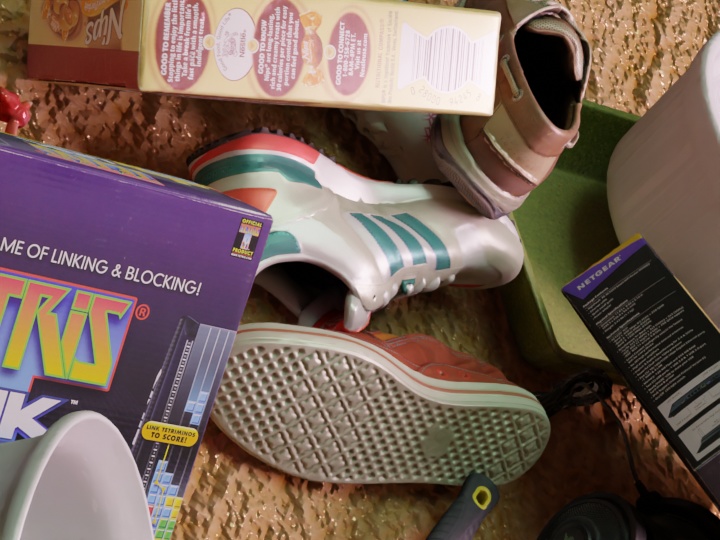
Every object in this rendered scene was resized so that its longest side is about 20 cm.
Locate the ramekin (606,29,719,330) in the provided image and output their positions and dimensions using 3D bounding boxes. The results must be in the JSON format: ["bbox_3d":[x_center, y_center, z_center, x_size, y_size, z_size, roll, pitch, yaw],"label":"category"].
[{"bbox_3d":[0.232,-0.030,1.311,0.200,0.098,0.201,28,40,-27],"label":"ramekin"}]

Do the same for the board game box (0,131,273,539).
[{"bbox_3d":[-0.146,0.031,0.876,0.200,0.166,0.057,13,8,-39],"label":"board game box"}]

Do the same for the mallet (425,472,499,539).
[{"bbox_3d":[0.026,0.156,1.037,0.066,0.041,0.200,51,37,2],"label":"mallet"}]

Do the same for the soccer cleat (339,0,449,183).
[{"bbox_3d":[0.003,-0.105,1.260,0.086,0.070,0.200,-10,64,-26],"label":"soccer cleat"}]

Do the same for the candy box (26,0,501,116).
[{"bbox_3d":[-0.046,-0.108,1.122,0.200,0.115,0.055,2,95,-34],"label":"candy box"}]

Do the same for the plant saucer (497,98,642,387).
[{"bbox_3d":[0.135,-0.008,1.312,0.199,0.048,0.200,13,48,-40],"label":"plant saucer"}]

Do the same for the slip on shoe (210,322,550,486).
[{"bbox_3d":[0.002,0.058,1.097,0.200,0.074,0.061,12,26,-40],"label":"slip on shoe"}]

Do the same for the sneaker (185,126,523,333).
[{"bbox_3d":[0.000,0.000,1.154,0.199,0.070,0.094,17,58,-37],"label":"sneaker"}]

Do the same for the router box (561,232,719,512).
[{"bbox_3d":[0.193,0.095,1.167,0.200,0.052,0.157,51,4,-38],"label":"router box"}]

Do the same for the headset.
[{"bbox_3d":[0.125,0.147,1.152,0.123,0.094,0.201,10,65,-50],"label":"headset"}]

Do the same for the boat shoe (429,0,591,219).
[{"bbox_3d":[0.089,-0.105,1.218,0.076,0.072,0.200,39,33,-22],"label":"boat shoe"}]

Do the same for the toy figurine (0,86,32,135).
[{"bbox_3d":[-0.163,-0.034,0.981,0.184,0.150,0.200,46,8,-27],"label":"toy figurine"}]

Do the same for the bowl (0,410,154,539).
[{"bbox_3d":[-0.135,0.148,0.799,0.201,0.090,0.202,-1,90,-79],"label":"bowl"}]
